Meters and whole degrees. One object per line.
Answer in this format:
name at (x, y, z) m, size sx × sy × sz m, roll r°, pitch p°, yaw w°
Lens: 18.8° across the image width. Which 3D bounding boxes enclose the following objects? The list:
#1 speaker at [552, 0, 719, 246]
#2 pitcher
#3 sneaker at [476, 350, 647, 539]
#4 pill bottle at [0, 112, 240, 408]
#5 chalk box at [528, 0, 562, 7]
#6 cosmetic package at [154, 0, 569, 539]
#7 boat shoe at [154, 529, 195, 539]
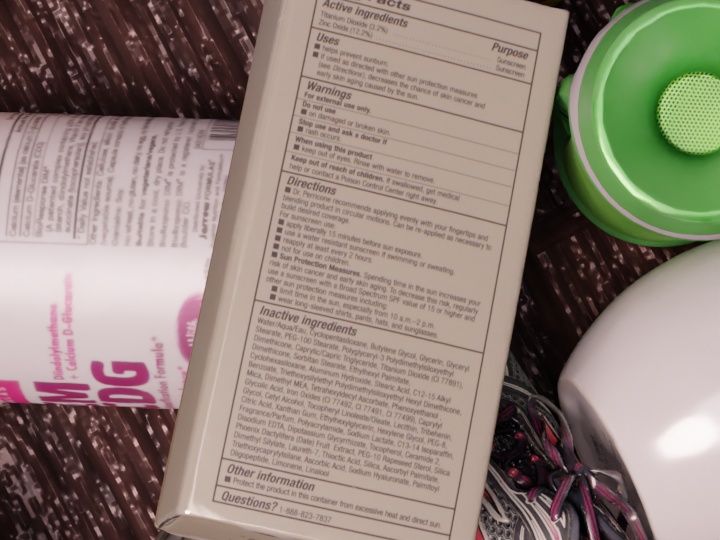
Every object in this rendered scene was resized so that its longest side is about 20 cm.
speaker at (0.115, -0.052, 0.794) m, size 0.088 × 0.200 × 0.089 m, roll 0°, pitch 90°, yaw 3°
pitcher at (0.191, 0.056, 0.842) m, size 0.199 × 0.121 × 0.172 m, roll -25°, pitch 104°, yaw -8°
sneaker at (0.063, 0.082, 0.806) m, size 0.080 × 0.075 × 0.201 m, roll -20°, pitch 74°, yaw -33°
pill bottle at (-0.114, -0.004, 0.851) m, size 0.199 × 0.113 × 0.114 m, roll 2°, pitch 90°, yaw 4°
chalk box at (0.069, -0.177, 0.796) m, size 0.124 × 0.200 × 0.124 m, roll -30°, pitch 88°, yaw 3°
cosmetic package at (0.000, 0.000, 0.756) m, size 0.103 × 0.073 × 0.201 m, roll 14°, pitch 76°, yaw -9°
boat shoe at (-0.063, 0.146, 0.839) m, size 0.071 × 0.066 × 0.202 m, roll 21°, pitch 118°, yaw 10°
